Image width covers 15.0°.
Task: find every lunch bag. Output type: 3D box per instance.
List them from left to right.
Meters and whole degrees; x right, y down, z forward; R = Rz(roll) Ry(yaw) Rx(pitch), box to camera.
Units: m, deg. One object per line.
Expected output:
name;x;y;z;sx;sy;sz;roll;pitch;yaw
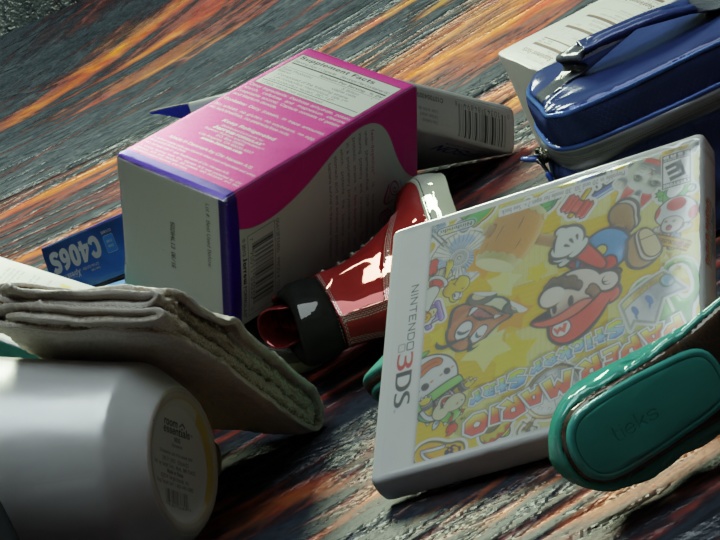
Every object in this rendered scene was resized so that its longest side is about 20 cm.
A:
lunch bag;0.196;-0.100;1.715;0.199;0.133;0.136;-24;15;0

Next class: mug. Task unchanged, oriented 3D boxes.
mug;-0.161;0.106;1.576;0.152;0.150;0.187;-8;27;25

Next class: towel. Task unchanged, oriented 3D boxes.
towel;-0.118;0.051;1.604;0.132;0.200;0.035;2;69;26

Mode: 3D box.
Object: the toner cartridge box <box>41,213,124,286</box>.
toner cartridge box;-0.137;-0.029;1.976;0.095;0.043;0.200;-20;0;-39

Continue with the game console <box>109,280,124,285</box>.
game console;-0.272;0.003;2.122;0.175;0.117;0.200;-31;17;-22

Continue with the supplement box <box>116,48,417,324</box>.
supplement box;-0.058;-0.057;1.823;0.103;0.102;0.200;23;38;34

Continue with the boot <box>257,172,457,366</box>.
boot;0.000;0.000;1.773;0.143;0.073;0.200;-16;19;2

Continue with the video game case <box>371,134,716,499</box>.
video game case;0.101;0.025;1.502;0.199;0.023;0.183;-17;45;25

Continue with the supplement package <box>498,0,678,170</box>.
supplement package;0.212;-0.136;1.843;0.199;0.114;0.110;-28;15;-6

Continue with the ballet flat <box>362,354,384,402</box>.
ballet flat;0.091;0.020;1.580;0.199;0.071;0.067;-17;-20;21

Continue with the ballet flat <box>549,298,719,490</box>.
ballet flat;0.179;0.046;1.359;0.199;0.068;0.070;-26;5;-8

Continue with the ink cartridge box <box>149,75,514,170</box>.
ink cartridge box;-0.021;-0.104;2.048;0.199;0.044;0.196;-11;-14;42

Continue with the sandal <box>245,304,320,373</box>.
sandal;-0.062;0.026;1.848;0.079;0.058;0.201;-15;30;-3

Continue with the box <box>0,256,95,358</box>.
box;-0.193;0.050;1.783;0.199;0.049;0.082;17;38;19

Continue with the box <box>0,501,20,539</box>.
box;-0.280;0.166;1.434;0.197;0.201;0.123;-26;15;-5
